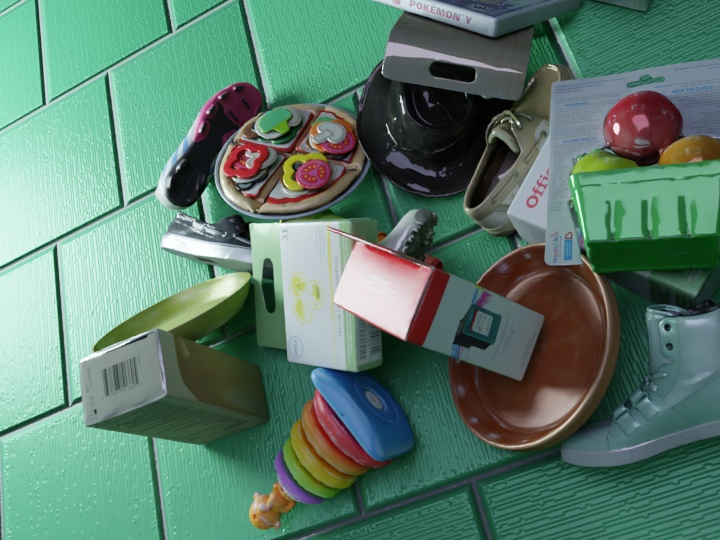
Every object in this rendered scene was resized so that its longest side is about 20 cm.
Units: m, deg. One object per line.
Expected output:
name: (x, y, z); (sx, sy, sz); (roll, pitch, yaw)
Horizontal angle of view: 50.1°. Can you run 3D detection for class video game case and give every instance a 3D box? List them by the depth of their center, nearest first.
video game case: (0.126, -0.312, 0.868); (0.181, 0.199, 0.023); (28, 129, 30)

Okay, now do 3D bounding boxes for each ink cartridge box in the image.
ink cartridge box: (0.059, 0.030, 0.700); (0.116, 0.198, 0.068); (23, 90, 53)
ink cartridge box: (0.267, -0.065, 0.754); (0.199, 0.087, 0.146); (29, 86, 32)
ink cartridge box: (-0.064, 0.021, 0.808); (0.198, 0.048, 0.148); (2, 97, 41)

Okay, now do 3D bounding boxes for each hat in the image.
hat: (0.076, -0.189, 0.875); (0.197, 0.081, 0.204); (-4, 73, 14)

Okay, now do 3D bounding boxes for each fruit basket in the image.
fruit basket: (0.258, -0.096, 0.683); (0.183, 0.094, 0.202); (-4, 56, 23)

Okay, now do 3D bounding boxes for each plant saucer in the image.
plant saucer: (0.164, 0.073, 0.742); (0.199, 0.032, 0.203); (-33, 46, 42)
plant saucer: (-0.212, 0.059, 0.896); (0.198, 0.200, 0.031); (-20, 104, 17)

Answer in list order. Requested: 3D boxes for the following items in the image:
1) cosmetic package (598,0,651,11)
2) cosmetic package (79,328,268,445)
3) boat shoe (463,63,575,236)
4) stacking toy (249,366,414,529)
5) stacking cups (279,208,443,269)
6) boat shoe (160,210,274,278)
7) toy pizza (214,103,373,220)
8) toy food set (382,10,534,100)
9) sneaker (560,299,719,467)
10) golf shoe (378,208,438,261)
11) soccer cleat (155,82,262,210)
cosmetic package: (0.315, -0.406, 0.843); (0.084, 0.107, 0.202); (25, 85, 29)
cosmetic package: (-0.193, 0.131, 0.828); (0.104, 0.200, 0.072); (-21, 66, 15)
boat shoe: (0.170, -0.139, 0.828); (0.072, 0.065, 0.202); (21, 84, 50)
stacking toy: (-0.048, 0.202, 0.805); (0.200, 0.109, 0.116); (-48, 69, 15)
stacking cups: (-0.001, -0.022, 0.883); (0.198, 0.060, 0.061); (25, 83, 26)
boat shoe: (-0.164, -0.039, 0.959); (0.198, 0.070, 0.067); (10, 77, 35)
toy pizza: (-0.083, -0.142, 0.933); (0.197, 0.032, 0.202); (-6, 51, 7)
toy food set: (0.112, -0.240, 0.835); (0.141, 0.061, 0.201); (11, 34, 8)
sneaker: (0.254, 0.096, 0.680); (0.199, 0.073, 0.120); (-26, 83, 28)
golf shoe: (0.000, 0.000, 0.813); (0.097, 0.078, 0.201); (44, 117, 16)
soccer cleat: (-0.207, -0.167, 1.022); (0.201, 0.070, 0.086); (-57, 26, -17)
